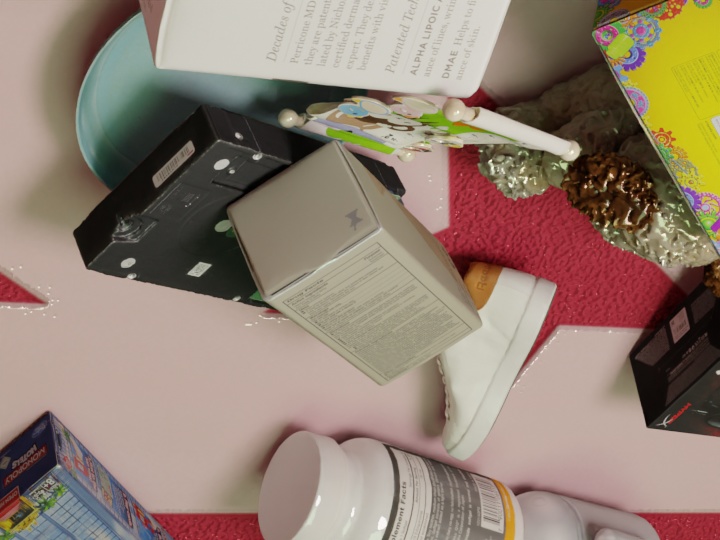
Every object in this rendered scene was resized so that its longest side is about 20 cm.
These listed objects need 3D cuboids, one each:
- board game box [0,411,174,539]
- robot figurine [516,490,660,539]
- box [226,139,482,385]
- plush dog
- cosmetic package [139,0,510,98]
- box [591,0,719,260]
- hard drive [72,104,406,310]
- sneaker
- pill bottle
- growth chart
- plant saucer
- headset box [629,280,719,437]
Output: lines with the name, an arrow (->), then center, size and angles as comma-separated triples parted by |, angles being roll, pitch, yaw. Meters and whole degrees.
board game box -> -0.242, 0.232, 1.405 | 0.200, 0.062, 0.200 | -39, 130, 16
robot figurine -> 0.185, 0.257, 1.533 | 0.199, 0.114, 0.169 | 17, 148, -29
box -> 0.000, 0.000, 1.200 | 0.095, 0.078, 0.200 | -30, 151, 9
plush dog -> 0.203, -0.068, 1.215 | 0.199, 0.172, 0.161 | 22, 120, -32
cosmetic package -> -0.021, -0.218, 1.014 | 0.199, 0.165, 0.166 | 3, 129, -20
box -> 0.250, -0.144, 1.106 | 0.122, 0.193, 0.200 | -19, 122, 28
hard drive -> -0.077, -0.038, 1.195 | 0.140, 0.038, 0.199 | -41, 147, 27
sneaker -> 0.085, 0.065, 1.380 | 0.084, 0.073, 0.201 | 22, 132, 3
pill bottle -> 0.025, 0.202, 1.428 | 0.199, 0.117, 0.117 | 20, 121, -28
growth chart -> 0.038, -0.090, 1.122 | 0.144, 0.200, 0.018 | 11, 86, -37
plant saucer -> -0.092, -0.118, 1.161 | 0.199, 0.027, 0.201 | -14, 138, -13
headset box -> 0.344, 0.072, 1.429 | 0.199, 0.078, 0.149 | 10, 142, -24
